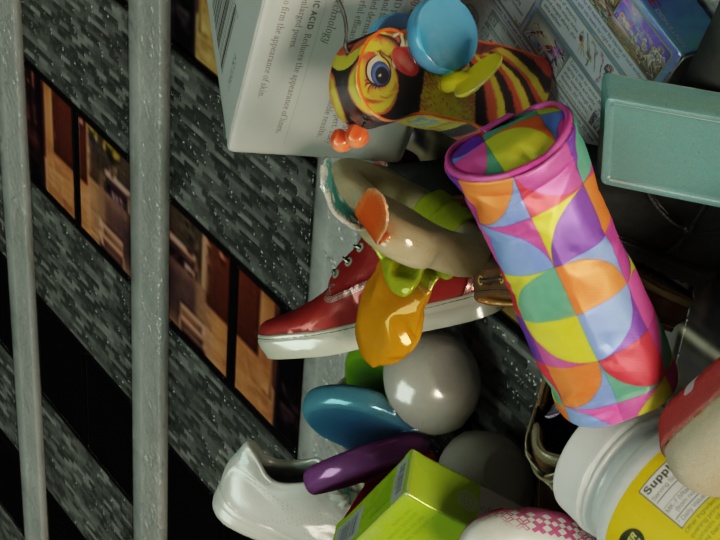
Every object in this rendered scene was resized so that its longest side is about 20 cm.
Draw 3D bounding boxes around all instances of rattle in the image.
[{"bbox_3d":[0.000,0.000,1.066,0.130,0.200,0.143,46,107,1],"label":"rattle"}]

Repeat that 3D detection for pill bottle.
[{"bbox_3d":[0.222,0.170,1.017,0.200,0.113,0.115,39,137,41],"label":"pill bottle"}]

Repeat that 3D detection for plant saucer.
[{"bbox_3d":[0.224,-0.058,0.877,0.198,0.019,0.071,12,130,18],"label":"plant saucer"}]

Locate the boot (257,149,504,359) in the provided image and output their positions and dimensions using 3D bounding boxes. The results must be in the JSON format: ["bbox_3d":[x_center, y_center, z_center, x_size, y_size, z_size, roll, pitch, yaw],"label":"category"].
[{"bbox_3d":[0.000,-0.016,1.232,0.198,0.072,0.146,-16,93,17],"label":"boot"}]

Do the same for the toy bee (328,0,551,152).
[{"bbox_3d":[0.021,-0.115,0.994,0.131,0.198,0.110,136,150,-75],"label":"toy bee"}]

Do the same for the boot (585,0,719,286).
[{"bbox_3d":[0.180,-0.087,0.925,0.201,0.163,0.066,116,171,-54],"label":"boot"}]

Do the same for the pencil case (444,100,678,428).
[{"bbox_3d":[0.119,0.000,0.936,0.088,0.088,0.201,21,143,51],"label":"pencil case"}]

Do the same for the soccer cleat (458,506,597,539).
[{"bbox_3d":[0.160,0.217,1.081,0.070,0.198,0.086,-64,19,13],"label":"soccer cleat"}]

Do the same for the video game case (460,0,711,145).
[{"bbox_3d":[0.127,-0.161,1.047,0.201,0.045,0.182,58,148,19],"label":"video game case"}]

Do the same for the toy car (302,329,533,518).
[{"bbox_3d":[0.026,0.154,1.276,0.202,0.149,0.175,63,148,6],"label":"toy car"}]

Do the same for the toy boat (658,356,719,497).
[{"bbox_3d":[0.249,0.039,0.913,0.200,0.129,0.132,124,143,-53],"label":"toy boat"}]

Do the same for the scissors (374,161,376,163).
[{"bbox_3d":[0.032,0.006,1.322,0.073,0.014,0.202,29,133,38],"label":"scissors"}]

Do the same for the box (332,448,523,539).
[{"bbox_3d":[0.090,0.217,1.178,0.199,0.048,0.122,28,133,-13],"label":"box"}]

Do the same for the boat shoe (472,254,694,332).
[{"bbox_3d":[0.143,0.014,1.075,0.199,0.072,0.068,22,90,57],"label":"boat shoe"}]

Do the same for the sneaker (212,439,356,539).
[{"bbox_3d":[-0.024,0.206,1.387,0.075,0.198,0.089,-84,16,-61],"label":"sneaker"}]

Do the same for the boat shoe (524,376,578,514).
[{"bbox_3d":[0.147,0.121,1.146,0.076,0.071,0.202,41,138,39],"label":"boat shoe"}]

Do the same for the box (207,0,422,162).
[{"bbox_3d":[-0.024,-0.214,1.111,0.201,0.129,0.200,110,155,-46],"label":"box"}]
